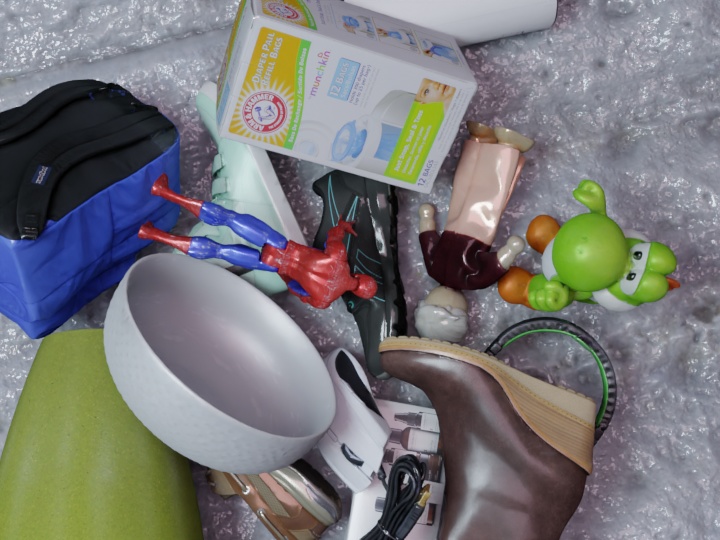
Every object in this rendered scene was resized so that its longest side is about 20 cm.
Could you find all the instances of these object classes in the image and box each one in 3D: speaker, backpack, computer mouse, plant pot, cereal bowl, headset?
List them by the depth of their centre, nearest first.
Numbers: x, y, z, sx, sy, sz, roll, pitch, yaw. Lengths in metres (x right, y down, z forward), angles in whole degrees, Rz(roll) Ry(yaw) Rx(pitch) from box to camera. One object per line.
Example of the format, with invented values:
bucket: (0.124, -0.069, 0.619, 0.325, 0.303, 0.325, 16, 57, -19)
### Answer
cereal bowl: (-0.120, 0.084, 0.823, 0.200, 0.200, 0.084, 43, 112, 4)
plant pot: (-0.218, 0.157, 0.862, 0.183, 0.187, 0.204, -2, 75, -2)
computer mouse: (-0.009, 0.146, 0.872, 0.043, 0.201, 0.111, 7, 123, -32)
backpack: (-0.254, -0.060, 0.887, 0.161, 0.169, 0.200, 32, 52, 19)
headset: (0.138, 0.136, 0.907, 0.123, 0.094, 0.201, 37, 99, 4)
speaker: (0.078, -0.245, 0.966, 0.196, 0.081, 0.083, -13, 83, -2)

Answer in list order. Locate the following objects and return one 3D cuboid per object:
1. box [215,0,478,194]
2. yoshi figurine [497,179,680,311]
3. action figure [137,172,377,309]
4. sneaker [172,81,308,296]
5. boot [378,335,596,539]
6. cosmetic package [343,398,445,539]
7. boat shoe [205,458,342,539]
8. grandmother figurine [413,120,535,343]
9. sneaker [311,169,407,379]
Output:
box: (-0.017, -0.159, 0.891, 0.196, 0.102, 0.114, 14, 121, -18)
yoshi figurine: (0.178, -0.013, 0.868, 0.110, 0.200, 0.115, -16, 96, -18)
action figure: (-0.076, -0.025, 0.875, 0.197, 0.099, 0.066, 22, 106, -2)
sneaker: (-0.131, -0.064, 0.936, 0.117, 0.074, 0.203, -25, 85, -9)
boot: (0.086, 0.155, 0.845, 0.196, 0.072, 0.169, 20, 80, 5)
cosmetic package: (0.028, 0.219, 0.915, 0.081, 0.051, 0.204, 9, 82, 1)
boat shoe: (-0.106, 0.166, 0.908, 0.199, 0.076, 0.072, 42, 93, 11)
grandmother figurine: (0.099, -0.028, 0.939, 0.060, 0.121, 0.204, 18, 92, -37)
sneaker: (0.000, 0.000, 0.942, 0.078, 0.075, 0.204, -7, 74, 7)
